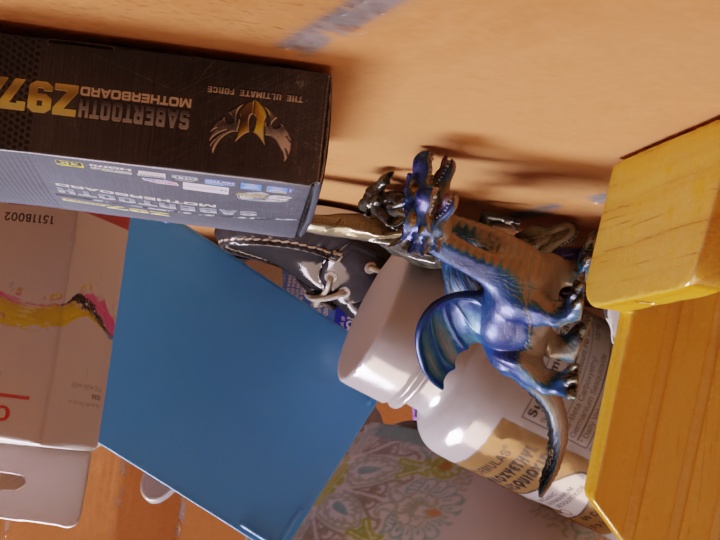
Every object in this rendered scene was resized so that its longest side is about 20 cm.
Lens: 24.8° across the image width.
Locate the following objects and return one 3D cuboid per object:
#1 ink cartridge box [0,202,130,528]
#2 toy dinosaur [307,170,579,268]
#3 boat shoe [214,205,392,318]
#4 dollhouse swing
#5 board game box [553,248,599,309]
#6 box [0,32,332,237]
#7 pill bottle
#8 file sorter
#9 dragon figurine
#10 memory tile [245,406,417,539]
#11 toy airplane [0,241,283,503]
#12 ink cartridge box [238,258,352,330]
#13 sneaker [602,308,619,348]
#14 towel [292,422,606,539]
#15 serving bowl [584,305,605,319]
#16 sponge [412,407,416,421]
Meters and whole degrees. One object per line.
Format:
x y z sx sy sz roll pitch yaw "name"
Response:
-0.195 0.029 0.864 0.116 0.201 0.067 5 173 17 "ink cartridge box"
0.029 -0.023 0.877 0.200 0.048 0.088 12 179 -12 "toy dinosaur"
0.000 0.000 1.006 0.200 0.060 0.074 11 171 -32 "boat shoe"
0.210 0.046 0.708 0.199 0.176 0.182 9 173 -12 "dollhouse swing"
0.205 0.015 1.073 0.200 0.032 0.120 12 175 -36 "board game box"
-0.116 -0.057 0.704 0.199 0.051 0.158 7 174 -5 "box"
0.094 0.068 0.951 0.200 0.115 0.114 27 169 -10 "pill bottle"
-0.105 0.064 1.050 0.200 0.139 0.123 33 173 -8 "file sorter"
0.063 0.025 0.813 0.099 0.059 0.200 8 137 13 "dragon figurine"
0.002 0.177 1.103 0.153 0.200 0.017 18 139 21 "memory tile"
-0.163 0.070 1.179 0.199 0.200 0.141 8 176 -13 "toy airplane"
-0.049 0.038 1.297 0.199 0.077 0.136 7 174 10 "ink cartridge box"
0.158 0.025 0.877 0.074 0.089 0.200 3 168 7 "sneaker"
0.042 0.179 1.026 0.200 0.171 0.048 9 134 34 "towel"
0.085 0.041 1.171 0.200 0.066 0.200 -2 166 0 "serving bowl"
0.093 0.073 1.108 0.111 0.030 0.200 -3 166 -2 "sponge"
